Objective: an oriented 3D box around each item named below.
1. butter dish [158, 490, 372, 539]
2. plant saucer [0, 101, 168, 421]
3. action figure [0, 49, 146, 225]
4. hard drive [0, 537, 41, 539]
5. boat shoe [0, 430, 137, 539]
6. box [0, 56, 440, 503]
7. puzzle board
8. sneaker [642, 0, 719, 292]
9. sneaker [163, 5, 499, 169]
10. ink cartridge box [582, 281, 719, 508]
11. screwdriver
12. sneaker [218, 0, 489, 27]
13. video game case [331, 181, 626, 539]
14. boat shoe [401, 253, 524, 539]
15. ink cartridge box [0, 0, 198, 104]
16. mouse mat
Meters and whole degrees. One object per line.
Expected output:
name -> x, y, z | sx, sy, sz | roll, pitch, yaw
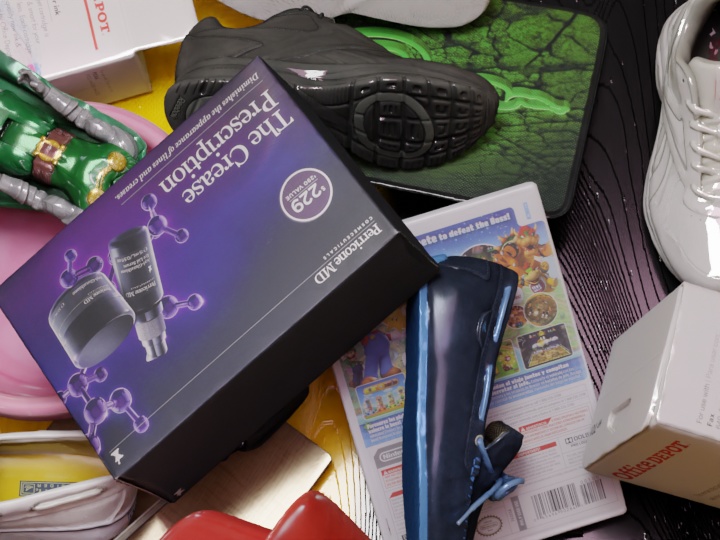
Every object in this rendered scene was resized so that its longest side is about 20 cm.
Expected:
butter dish -> -0.086, 0.210, 1.090 | 0.147, 0.200, 0.200 | 25, 75, 31
plant saucer -> -0.180, -0.002, 1.205 | 0.199, 0.051, 0.202 | -4, 68, 10
action figure -> -0.200, -0.077, 1.175 | 0.199, 0.055, 0.119 | 24, 83, 6
hard drive -> -0.282, 0.216, 1.156 | 0.131, 0.027, 0.201 | 25, 82, 10
boat shoe -> -0.223, 0.113, 1.112 | 0.201, 0.086, 0.075 | 1, 51, -9
box -> -0.080, 0.006, 1.093 | 0.200, 0.079, 0.141 | -41, 67, 5
puzzle board -> -0.134, 0.148, 1.185 | 0.150, 0.017, 0.200 | 35, 79, 12
sneaker -> 0.208, -0.084, 1.191 | 0.077, 0.099, 0.201 | -3, 73, 3
sneaker -> -0.015, -0.118, 1.192 | 0.199, 0.076, 0.091 | 6, 48, -8
ink cartridge box -> 0.239, 0.087, 1.094 | 0.199, 0.146, 0.086 | 18, 74, -4
screwdriver -> -0.100, 0.115, 1.136 | 0.029, 0.028, 0.200 | 40, 53, 19
sneaker -> -0.018, -0.203, 1.252 | 0.199, 0.076, 0.089 | 9, 41, -12
video game case -> 0.060, 0.065, 1.155 | 0.142, 0.018, 0.201 | -17, 98, -2
boat shoe -> 0.061, 0.093, 1.110 | 0.068, 0.084, 0.201 | 1, 99, -8
ink cartridge box -> -0.203, -0.158, 1.255 | 0.199, 0.068, 0.117 | -15, 74, 0
mouse mat -> 0.045, -0.114, 1.238 | 0.199, 0.008, 0.162 | 11, 59, 7
